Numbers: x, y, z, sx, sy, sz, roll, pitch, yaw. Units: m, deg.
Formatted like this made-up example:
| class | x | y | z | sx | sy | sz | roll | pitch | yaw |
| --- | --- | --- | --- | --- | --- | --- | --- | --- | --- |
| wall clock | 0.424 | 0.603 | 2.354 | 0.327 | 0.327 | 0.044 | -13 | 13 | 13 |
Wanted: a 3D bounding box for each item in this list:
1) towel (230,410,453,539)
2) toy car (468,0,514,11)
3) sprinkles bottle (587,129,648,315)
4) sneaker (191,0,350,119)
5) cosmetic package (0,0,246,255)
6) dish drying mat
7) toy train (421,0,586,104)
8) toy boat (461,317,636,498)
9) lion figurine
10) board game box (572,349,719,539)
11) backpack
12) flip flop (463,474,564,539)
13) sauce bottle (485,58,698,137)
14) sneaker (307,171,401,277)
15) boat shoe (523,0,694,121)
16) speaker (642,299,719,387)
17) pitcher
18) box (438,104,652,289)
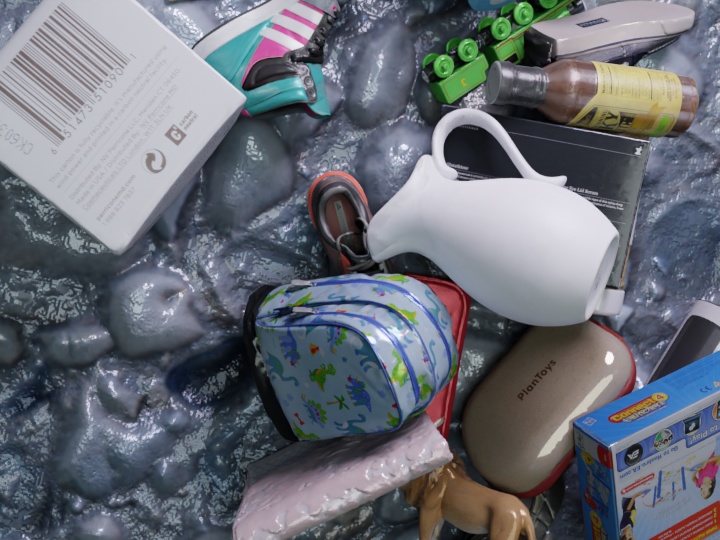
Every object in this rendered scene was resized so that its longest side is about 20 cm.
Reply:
| class | x | y | z | sx | sy | sz | roll | pitch | yaw |
| --- | --- | --- | --- | --- | --- | --- | --- | --- | --- |
| towel | -0.022 | 0.181 | 0.823 | 0.199 | 0.191 | 0.032 | -26 | 98 | -1 |
| toy car | 0.155 | -0.368 | 0.784 | 0.176 | 0.200 | 0.185 | -16 | 84 | -8 |
| sprinkles bottle | 0.254 | -0.056 | 0.918 | 0.068 | 0.068 | 0.201 | 8 | 94 | -10 |
| sneaker | -0.048 | -0.207 | 0.840 | 0.199 | 0.084 | 0.121 | -30 | 95 | 2 |
| cosmetic package | -0.215 | -0.131 | 0.761 | 0.165 | 0.200 | 0.165 | 40 | 88 | -11 |
| dish drying mat | 0.068 | 0.107 | 0.927 | 0.076 | 0.018 | 0.201 | 9 | 94 | -9 |
| toy train | 0.151 | -0.237 | 0.896 | 0.200 | 0.042 | 0.057 | -34 | 114 | -7 |
| toy boat | 0.203 | 0.150 | 0.917 | 0.200 | 0.130 | 0.131 | -47 | 130 | -3 |
| lion figurine | 0.109 | 0.235 | 0.866 | 0.199 | 0.072 | 0.123 | 17 | 100 | 28 |
| board game box | 0.313 | 0.206 | 0.873 | 0.199 | 0.056 | 0.197 | -20 | 114 | -20 |
| backpack | -0.007 | 0.080 | 0.809 | 0.199 | 0.154 | 0.164 | -12 | 101 | 22 |
| flip flop | 0.147 | 0.288 | 0.944 | 0.081 | 0.058 | 0.200 | 37 | 74 | -7 |
| sauce bottle | 0.218 | -0.167 | 0.838 | 0.199 | 0.065 | 0.065 | 5 | 95 | -11 |
| sneaker | 0.000 | 0.000 | 0.868 | 0.077 | 0.082 | 0.201 | -27 | 98 | 1 |
| boat shoe | 0.252 | -0.217 | 0.910 | 0.199 | 0.075 | 0.093 | -15 | 126 | -18 |
| speaker | 0.346 | 0.136 | 0.947 | 0.081 | 0.081 | 0.201 | 32 | 90 | -11 |
| pitcher | 0.130 | -0.051 | 0.783 | 0.199 | 0.121 | 0.172 | 22 | 80 | 23 |
| box | 0.167 | -0.072 | 0.863 | 0.199 | 0.079 | 0.142 | 13 | 96 | 12 |
